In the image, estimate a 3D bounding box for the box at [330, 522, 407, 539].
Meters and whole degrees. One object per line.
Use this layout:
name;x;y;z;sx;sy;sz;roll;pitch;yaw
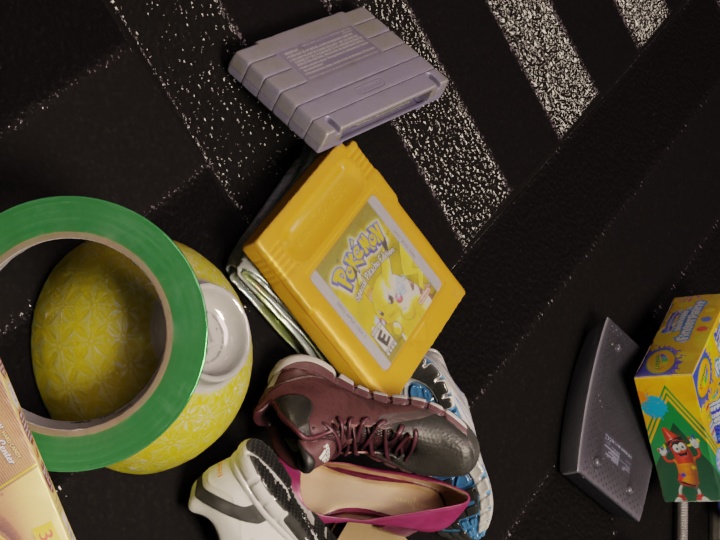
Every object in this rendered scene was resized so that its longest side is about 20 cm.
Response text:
box;0.021;0.327;1.315;0.200;0.021;0.164;53;46;-20

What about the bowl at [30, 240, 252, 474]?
bowl;-0.153;0.058;1.152;0.200;0.108;0.201;16;67;-42

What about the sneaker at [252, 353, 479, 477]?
sneaker;-0.003;0.151;1.230;0.116;0.200;0.076;-52;159;-59

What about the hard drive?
hard drive;0.284;0.169;1.620;0.135;0.042;0.200;40;52;-32

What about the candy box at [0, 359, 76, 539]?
candy box;-0.276;0.156;0.994;0.115;0.055;0.200;-22;95;-11

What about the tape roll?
tape roll;-0.213;0.045;1.053;0.200;0.048;0.201;0;92;-8

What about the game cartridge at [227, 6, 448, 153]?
game cartridge;-0.020;-0.187;1.373;0.130;0.038;0.200;40;40;19

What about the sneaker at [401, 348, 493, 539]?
sneaker;0.089;0.167;1.403;0.087;0.075;0.200;-45;121;-68

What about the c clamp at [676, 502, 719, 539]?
c clamp;0.398;0.306;1.708;0.171;0.027;0.200;33;56;-37

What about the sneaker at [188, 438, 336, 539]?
sneaker;-0.071;0.235;1.213;0.200;0.080;0.074;58;12;-16

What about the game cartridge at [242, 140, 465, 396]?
game cartridge;0.000;0.000;1.317;0.200;0.032;0.176;53;46;-19

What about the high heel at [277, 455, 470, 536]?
high heel;-0.004;0.189;1.258;0.200;0.096;0.068;15;59;-30

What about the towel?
towel;-0.026;-0.009;1.348;0.171;0.048;0.200;51;47;-24

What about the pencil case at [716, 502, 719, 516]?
pencil case;0.508;0.340;1.759;0.078;0.087;0.200;-34;116;-2

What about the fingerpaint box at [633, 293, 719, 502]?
fingerpaint box;0.394;0.145;1.672;0.200;0.073;0.167;-46;124;-54
